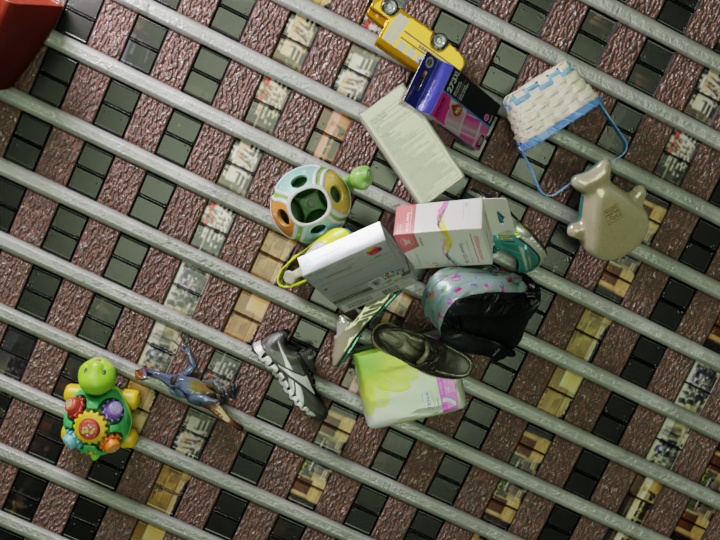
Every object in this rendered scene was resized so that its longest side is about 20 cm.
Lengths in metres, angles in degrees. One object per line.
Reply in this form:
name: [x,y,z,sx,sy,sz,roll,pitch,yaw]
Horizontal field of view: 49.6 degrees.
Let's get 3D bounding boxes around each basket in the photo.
basket: [0.362,-0.257,1.398,0.175,0.139,0.201,-29,89,2]

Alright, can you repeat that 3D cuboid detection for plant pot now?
plant pot: [-0.659,-0.412,1.320,0.198,0.200,0.177,25,106,-5]

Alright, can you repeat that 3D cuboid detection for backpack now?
backpack: [0.211,0.071,1.419,0.198,0.127,0.168,3,117,-28]

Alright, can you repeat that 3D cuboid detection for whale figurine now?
whale figurine: [0.440,-0.116,1.421,0.158,0.104,0.201,-32,121,7]

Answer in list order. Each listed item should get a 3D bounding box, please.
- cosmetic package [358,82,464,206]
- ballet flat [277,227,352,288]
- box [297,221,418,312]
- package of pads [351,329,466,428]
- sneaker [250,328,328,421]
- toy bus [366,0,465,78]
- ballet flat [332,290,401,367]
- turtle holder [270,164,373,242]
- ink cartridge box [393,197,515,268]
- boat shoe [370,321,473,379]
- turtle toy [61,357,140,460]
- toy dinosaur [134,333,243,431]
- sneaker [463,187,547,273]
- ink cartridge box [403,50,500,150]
cosmetic package: [0.091,-0.226,1.418,0.103,0.087,0.201,-33,98,3]
ballet flat: [-0.086,-0.013,1.392,0.067,0.199,0.067,-31,91,-42]
box: [0.000,0.000,1.356,0.155,0.200,0.042,-23,64,12]
package of pads: [0.093,0.207,1.483,0.198,0.068,0.156,-11,96,0]
sneaker: [-0.113,0.193,1.473,0.090,0.066,0.201,-38,95,5]
toy bus: [0.095,-0.410,1.408,0.199,0.065,0.079,33,96,-6]
ballet flat: [-0.004,0.089,1.469,0.069,0.069,0.200,40,89,-6]
turtle holder: [-0.071,-0.120,1.403,0.183,0.132,0.143,2,96,-2]
ink cartridge box: [0.170,-0.065,1.393,0.198,0.117,0.068,-5,57,19]
boat shoe: [0.114,0.152,1.411,0.198,0.065,0.074,18,91,-3]
turtle toy: [-0.490,0.258,1.448,0.144,0.101,0.202,5,97,-3]
toy dinosaur: [-0.331,0.230,1.463,0.179,0.105,0.202,0,110,18]
sneaker: [0.262,-0.073,1.454,0.080,0.078,0.200,-43,97,12]
ink cartridge box: [0.166,-0.297,1.382,0.199,0.037,0.095,24,93,-41]
